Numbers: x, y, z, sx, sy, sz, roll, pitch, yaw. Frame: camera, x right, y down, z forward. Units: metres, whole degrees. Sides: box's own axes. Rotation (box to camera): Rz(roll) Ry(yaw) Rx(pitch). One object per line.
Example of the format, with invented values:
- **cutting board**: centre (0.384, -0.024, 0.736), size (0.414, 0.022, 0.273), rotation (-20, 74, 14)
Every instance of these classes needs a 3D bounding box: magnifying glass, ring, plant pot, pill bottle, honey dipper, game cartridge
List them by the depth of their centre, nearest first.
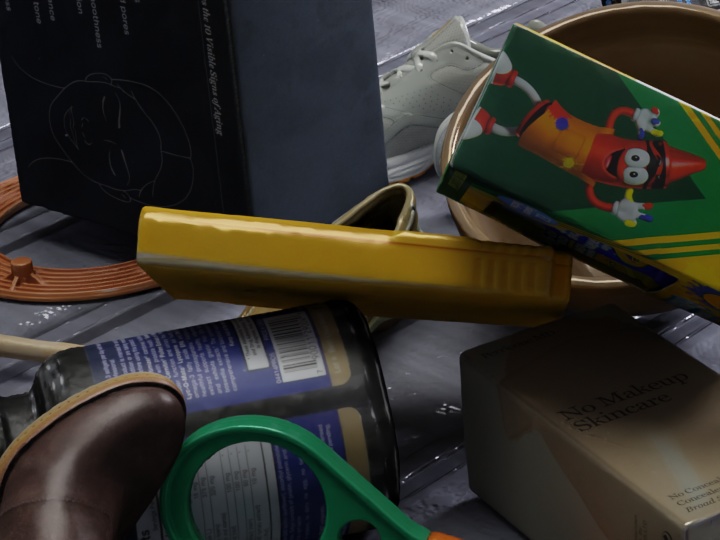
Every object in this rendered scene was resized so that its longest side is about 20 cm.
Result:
- **magnifying glass**: centre (0.008, 0.120, 1.252), size (0.200, 0.080, 0.022), rotation (17, 16, 5)
- **pill bottle**: centre (-0.089, 0.084, 1.322), size (0.200, 0.112, 0.112), rotation (-10, 25, -9)
- **game cartridge**: centre (0.000, 0.000, 1.356), size (0.200, 0.033, 0.176), rotation (3, -5, 2)
- **honey dipper**: centre (-0.168, 0.045, 1.517), size (0.200, 0.038, 0.038), rotation (8, 29, 20)
- **plant pot**: centre (0.149, -0.042, 1.521), size (0.200, 0.093, 0.201), rotation (-9, 49, 10)
- **ring**: centre (-0.158, -0.033, 1.693), size (0.200, 0.019, 0.200), rotation (-5, 24, 2)

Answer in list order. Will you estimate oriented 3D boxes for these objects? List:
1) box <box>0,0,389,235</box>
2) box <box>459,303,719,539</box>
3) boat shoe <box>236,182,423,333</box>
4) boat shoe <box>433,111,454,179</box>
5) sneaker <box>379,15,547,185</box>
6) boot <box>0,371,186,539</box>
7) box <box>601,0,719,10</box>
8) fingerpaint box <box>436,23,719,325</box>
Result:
- **box**: centre (-0.101, -0.128, 1.625), size (0.196, 0.200, 0.124), rotation (17, 33, 39)
- **box**: centre (0.132, 0.095, 1.289), size (0.095, 0.078, 0.200), rotation (-18, 28, -23)
- **boat shoe**: centre (-0.024, 0.011, 1.492), size (0.072, 0.076, 0.200), rotation (17, 33, 16)
- **boat shoe**: centre (0.137, -0.059, 1.622), size (0.202, 0.075, 0.065), rotation (8, 23, 13)
- **sneaker**: centre (0.036, -0.109, 1.723), size (0.200, 0.092, 0.076), rotation (-9, 25, -7)
- **boot**: centre (-0.115, 0.149, 1.178), size (0.200, 0.072, 0.166), rotation (-47, 41, -5)
- **box**: centre (0.250, -0.173, 1.733), size (0.198, 0.050, 0.200), rotation (-10, 67, -8)
- **fingerpaint box**: centre (0.124, -0.035, 1.290), size (0.167, 0.073, 0.200), rotation (25, -2, 0)
